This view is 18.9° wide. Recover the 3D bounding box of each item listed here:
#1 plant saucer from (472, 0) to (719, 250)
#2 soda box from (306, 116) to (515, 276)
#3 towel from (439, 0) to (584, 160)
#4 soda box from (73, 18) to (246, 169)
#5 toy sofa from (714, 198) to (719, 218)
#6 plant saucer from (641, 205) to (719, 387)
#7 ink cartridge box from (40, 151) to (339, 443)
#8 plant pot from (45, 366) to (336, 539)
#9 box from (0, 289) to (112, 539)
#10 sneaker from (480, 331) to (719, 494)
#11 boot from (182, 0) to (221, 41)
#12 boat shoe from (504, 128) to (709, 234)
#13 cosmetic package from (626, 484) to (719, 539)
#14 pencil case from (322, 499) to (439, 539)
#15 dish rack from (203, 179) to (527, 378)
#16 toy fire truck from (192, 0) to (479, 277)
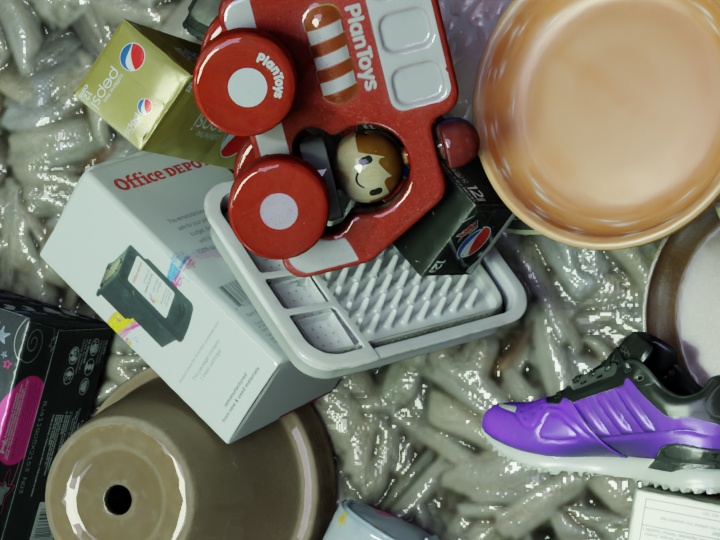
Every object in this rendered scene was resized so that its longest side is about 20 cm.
[{"bbox_3d":[0.171,-0.111,1.431,0.198,0.037,0.202,-4,80,26],"label":"plant saucer"},{"bbox_3d":[0.019,-0.088,1.500,0.200,0.063,0.071,51,118,25],"label":"soda box"},{"bbox_3d":[0.071,-0.186,1.534,0.191,0.032,0.201,38,103,29],"label":"towel"},{"bbox_3d":[-0.120,-0.120,1.530,0.068,0.200,0.064,39,101,16],"label":"soda box"},{"bbox_3d":[0.336,-0.043,1.400,0.198,0.098,0.083,-21,125,17],"label":"toy sofa"},{"bbox_3d":[0.292,0.031,1.470,0.198,0.034,0.202,-1,88,20],"label":"plant saucer"},{"bbox_3d":[-0.106,0.010,1.542,0.200,0.145,0.083,43,120,15],"label":"ink cartridge box"},{"bbox_3d":[-0.135,0.159,1.538,0.198,0.174,0.202,-1,88,18],"label":"plant pot"},{"bbox_3d":[-0.284,0.119,1.612,0.114,0.132,0.202,17,93,22],"label":"box"},{"bbox_3d":[0.175,0.089,1.470,0.199,0.069,0.101,6,97,33],"label":"sneaker"},{"bbox_3d":[-0.069,-0.219,1.530,0.067,0.200,0.131,27,102,-17],"label":"boot"},{"bbox_3d":[0.160,-0.073,1.489,0.199,0.066,0.073,-8,72,28],"label":"boat shoe"},{"bbox_3d":[0.223,0.251,1.455,0.102,0.087,0.202,10,90,18],"label":"cosmetic package"},{"bbox_3d":[-0.015,0.265,1.537,0.090,0.083,0.201,28,96,35],"label":"pencil case"},{"bbox_3d":[0.000,0.000,1.495,0.172,0.199,0.044,54,140,29],"label":"dish rack"},{"bbox_3d":[-0.013,-0.102,1.402,0.166,0.112,0.202,-14,106,4],"label":"toy fire truck"}]
